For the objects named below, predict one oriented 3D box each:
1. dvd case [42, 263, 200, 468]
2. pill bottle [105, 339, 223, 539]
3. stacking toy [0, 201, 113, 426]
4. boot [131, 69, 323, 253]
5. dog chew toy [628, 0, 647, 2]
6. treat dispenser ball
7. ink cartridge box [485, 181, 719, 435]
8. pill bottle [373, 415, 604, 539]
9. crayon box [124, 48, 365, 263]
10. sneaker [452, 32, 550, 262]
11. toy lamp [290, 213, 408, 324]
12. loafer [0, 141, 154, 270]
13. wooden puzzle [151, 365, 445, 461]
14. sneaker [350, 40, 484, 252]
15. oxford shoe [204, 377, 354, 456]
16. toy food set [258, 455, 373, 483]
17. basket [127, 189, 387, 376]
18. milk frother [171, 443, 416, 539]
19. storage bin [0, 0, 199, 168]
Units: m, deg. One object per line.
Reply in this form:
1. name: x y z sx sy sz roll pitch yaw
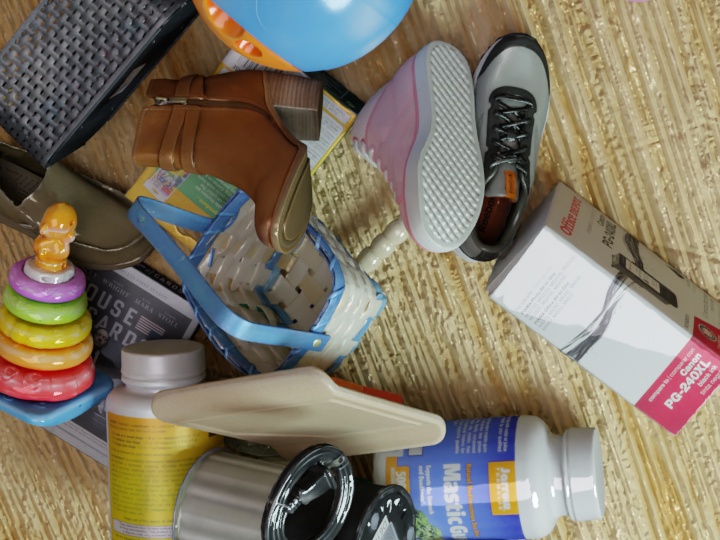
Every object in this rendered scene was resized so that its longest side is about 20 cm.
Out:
1. dvd case: -0.254 0.077 1.562 0.150 0.025 0.201 31 111 0
2. pill bottle: -0.180 0.170 1.502 0.108 0.109 0.202 1 99 12
3. stacking toy: -0.284 0.028 1.460 0.109 0.116 0.201 25 119 25
4. boot: -0.115 -0.095 1.338 0.154 0.201 0.077 2 142 4
5. dog chew toy: 0.173 -0.280 1.313 0.199 0.125 0.125 20 110 -3
6. treat dispenser ball: -0.048 -0.263 1.317 0.199 0.201 0.202 3 108 11
7. ink cartridge box: 0.216 0.028 1.382 0.200 0.145 0.084 37 111 -2
8. pill bottle: 0.119 0.190 1.472 0.198 0.112 0.113 -5 106 14
9. crayon box: -0.104 -0.109 1.458 0.126 0.052 0.200 39 110 -2
10. sneaker: 0.125 -0.102 1.381 0.073 0.079 0.202 9 96 -12
11. toy lamp: 0.000 0.000 1.467 0.058 0.058 0.200 44 111 -4
12. loafer: -0.280 -0.061 1.488 0.199 0.076 0.068 18 153 6
13. wooden puzzle: -0.051 0.120 1.389 0.184 0.200 0.038 -11 66 32
14. sneaker: 0.044 -0.089 1.366 0.075 0.201 0.104 24 143 -33
15. oxford shoe: -0.068 0.134 1.528 0.199 0.058 0.076 3 115 27
16. toy food set: -0.061 0.264 1.568 0.199 0.049 0.199 -17 103 17
17. basket: -0.086 0.011 1.364 0.139 0.199 0.176 -51 52 14
18. milk frother: -0.076 0.205 1.381 0.187 0.180 0.201 8 120 28
19. storage bin: -0.231 -0.199 1.410 0.094 0.135 0.200 42 111 -3
